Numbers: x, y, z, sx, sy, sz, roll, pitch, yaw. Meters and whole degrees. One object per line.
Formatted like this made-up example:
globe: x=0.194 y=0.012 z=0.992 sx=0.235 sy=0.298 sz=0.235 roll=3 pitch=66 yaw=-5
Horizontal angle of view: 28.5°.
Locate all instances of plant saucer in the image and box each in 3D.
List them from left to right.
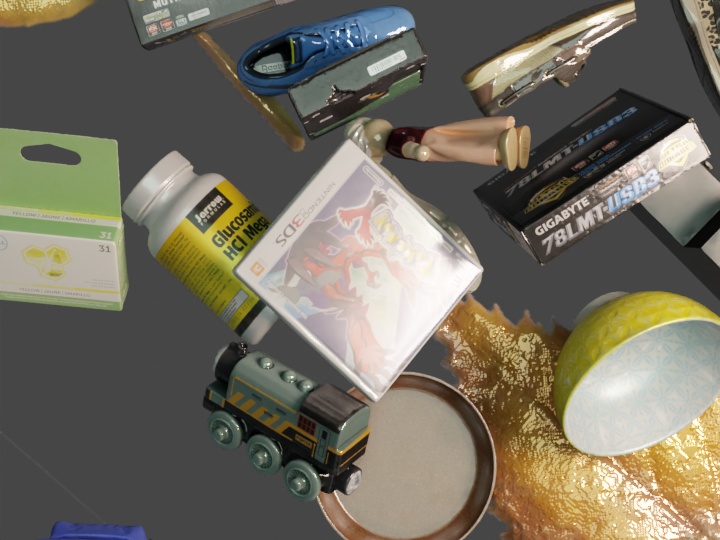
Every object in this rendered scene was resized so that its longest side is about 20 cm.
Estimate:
plant saucer: x=0.046 y=0.209 z=1.527 sx=0.198 sy=0.034 sz=0.203 roll=0 pitch=90 yaw=2

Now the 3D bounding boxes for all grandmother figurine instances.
grandmother figurine: x=0.075 y=-0.135 z=1.485 sx=0.198 sy=0.121 sz=0.061 roll=6 pitch=91 yaw=25

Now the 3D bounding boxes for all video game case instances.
video game case: x=0.000 y=0.000 z=1.443 sx=0.200 sy=0.023 sz=0.183 roll=43 pitch=77 yaw=-11

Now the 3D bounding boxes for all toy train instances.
toy train: x=-0.077 y=0.152 z=1.468 sx=0.199 sy=0.085 sz=0.115 roll=29 pitch=123 yaw=24

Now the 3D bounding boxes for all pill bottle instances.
pill bottle: x=-0.149 y=-0.027 z=1.486 sx=0.200 sy=0.112 sz=0.113 roll=42 pitch=91 yaw=0

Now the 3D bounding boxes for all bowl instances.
bowl: x=0.277 y=0.086 z=1.475 sx=0.199 sy=0.201 sz=0.108 roll=-28 pitch=48 yaw=0

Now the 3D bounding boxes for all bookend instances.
bookend: x=0.358 y=-0.056 z=1.440 sx=0.200 sy=0.199 sz=0.092 roll=45 pitch=92 yaw=1

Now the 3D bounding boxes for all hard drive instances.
hard drive: x=-0.002 y=-0.187 z=1.441 sx=0.139 sy=0.200 sz=0.038 roll=-26 pitch=88 yaw=1

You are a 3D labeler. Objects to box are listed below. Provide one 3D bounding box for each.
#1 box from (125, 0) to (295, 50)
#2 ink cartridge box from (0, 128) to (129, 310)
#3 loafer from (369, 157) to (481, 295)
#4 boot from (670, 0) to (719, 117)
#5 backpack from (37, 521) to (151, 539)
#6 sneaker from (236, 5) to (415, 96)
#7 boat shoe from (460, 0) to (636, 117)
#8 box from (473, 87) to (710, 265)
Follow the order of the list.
box: x=-0.163 y=-0.343 z=1.516 sx=0.198 sy=0.048 sz=0.160 roll=-18 pitch=91 yaw=0
ink cartridge box: x=-0.317 y=-0.049 z=1.463 sx=0.144 sy=0.048 sz=0.201 roll=6 pitch=135 yaw=1
loafer: x=0.045 y=-0.043 z=1.513 sx=0.200 sy=0.070 sz=0.070 roll=42 pitch=50 yaw=-10
boot: x=0.423 y=-0.257 z=1.496 sx=0.153 sy=0.073 sz=0.205 roll=-22 pitch=87 yaw=5
backpack: x=-0.271 y=0.372 z=1.469 sx=0.161 sy=0.168 sz=0.202 roll=6 pitch=123 yaw=4
sneaker: x=-0.034 y=-0.234 z=1.503 sx=0.198 sy=0.078 sz=0.067 roll=-17 pitch=88 yaw=-1
boat shoe: x=0.206 y=-0.225 z=1.509 sx=0.199 sy=0.073 sz=0.065 roll=-25 pitch=101 yaw=4
box: x=0.227 y=-0.100 z=1.440 sx=0.199 sy=0.199 sz=0.050 roll=-33 pitch=109 yaw=1
